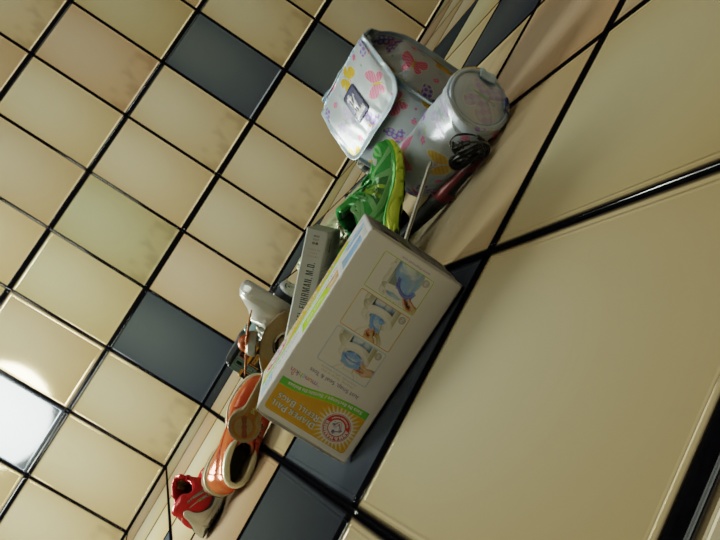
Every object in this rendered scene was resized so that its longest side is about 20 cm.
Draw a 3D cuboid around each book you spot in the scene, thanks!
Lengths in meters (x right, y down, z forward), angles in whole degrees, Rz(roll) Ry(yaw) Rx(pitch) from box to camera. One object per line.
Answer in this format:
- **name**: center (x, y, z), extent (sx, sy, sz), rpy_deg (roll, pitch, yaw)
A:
- **book**: center (-0.063, 0.047, 1.004), extent (0.134, 0.047, 0.203), rpy_deg (-47, -31, -85)

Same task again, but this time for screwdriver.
- **screwdriver**: center (0.049, -0.038, 0.952), extent (0.028, 0.029, 0.202), rpy_deg (143, 142, -76)

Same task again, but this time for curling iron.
- **curling iron**: center (0.091, -0.095, 0.993), extent (0.200, 0.049, 0.026), rpy_deg (-52, 25, 44)

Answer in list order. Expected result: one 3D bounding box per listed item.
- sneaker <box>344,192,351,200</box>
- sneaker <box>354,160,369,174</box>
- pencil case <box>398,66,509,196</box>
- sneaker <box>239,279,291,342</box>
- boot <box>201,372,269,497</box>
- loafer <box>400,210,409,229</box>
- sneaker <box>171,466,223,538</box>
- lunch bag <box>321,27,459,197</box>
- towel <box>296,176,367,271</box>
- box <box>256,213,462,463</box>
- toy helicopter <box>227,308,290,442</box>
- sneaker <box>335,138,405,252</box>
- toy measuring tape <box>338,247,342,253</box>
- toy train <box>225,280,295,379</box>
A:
- **sneaker**: center (-0.002, -0.088, 1.387), extent (0.201, 0.083, 0.077), rpy_deg (-59, 8, -9)
- **sneaker**: center (0.038, -0.287, 1.906), extent (0.147, 0.077, 0.202), rpy_deg (-56, 9, -6)
- **pencil case**: center (0.107, -0.171, 1.033), extent (0.200, 0.082, 0.092), rpy_deg (134, 145, -60)
- **sneaker**: center (-0.122, 0.092, 1.174), extent (0.075, 0.200, 0.089), rpy_deg (29, 75, 40)
- **boot**: center (-0.171, 0.245, 1.249), extent (0.107, 0.074, 0.202), rpy_deg (-37, 31, 60)
- **loafer**: center (0.000, 0.000, 1.136), extent (0.201, 0.073, 0.072), rpy_deg (-51, -4, -21)
- **sneaker**: center (-0.263, 0.352, 1.327), extent (0.077, 0.084, 0.200), rpy_deg (-57, 8, 2)
- **lunch bag**: center (0.051, -0.228, 1.176), extent (0.170, 0.199, 0.128), rpy_deg (-48, 12, 47)
- **towel**: center (-0.015, -0.080, 1.167), extent (0.200, 0.036, 0.149), rpy_deg (-40, 12, 48)
- **box**: center (-0.005, 0.061, 0.789), extent (0.201, 0.101, 0.113), rpy_deg (-57, 8, 7)
- **toy helicopter**: center (-0.126, 0.141, 1.116), extent (0.201, 0.131, 0.079), rpy_deg (-58, 8, 4)
- **sneaker**: center (0.012, -0.085, 1.012), extent (0.074, 0.082, 0.202), rpy_deg (88, -171, -57)
- **toy measuring tape**: center (-0.035, 0.003, 1.289), extent (0.200, 0.073, 0.074), rpy_deg (-52, 10, 46)
- **toy train**: center (-0.138, 0.111, 1.364), extent (0.201, 0.113, 0.085), rpy_deg (-55, 9, 21)
